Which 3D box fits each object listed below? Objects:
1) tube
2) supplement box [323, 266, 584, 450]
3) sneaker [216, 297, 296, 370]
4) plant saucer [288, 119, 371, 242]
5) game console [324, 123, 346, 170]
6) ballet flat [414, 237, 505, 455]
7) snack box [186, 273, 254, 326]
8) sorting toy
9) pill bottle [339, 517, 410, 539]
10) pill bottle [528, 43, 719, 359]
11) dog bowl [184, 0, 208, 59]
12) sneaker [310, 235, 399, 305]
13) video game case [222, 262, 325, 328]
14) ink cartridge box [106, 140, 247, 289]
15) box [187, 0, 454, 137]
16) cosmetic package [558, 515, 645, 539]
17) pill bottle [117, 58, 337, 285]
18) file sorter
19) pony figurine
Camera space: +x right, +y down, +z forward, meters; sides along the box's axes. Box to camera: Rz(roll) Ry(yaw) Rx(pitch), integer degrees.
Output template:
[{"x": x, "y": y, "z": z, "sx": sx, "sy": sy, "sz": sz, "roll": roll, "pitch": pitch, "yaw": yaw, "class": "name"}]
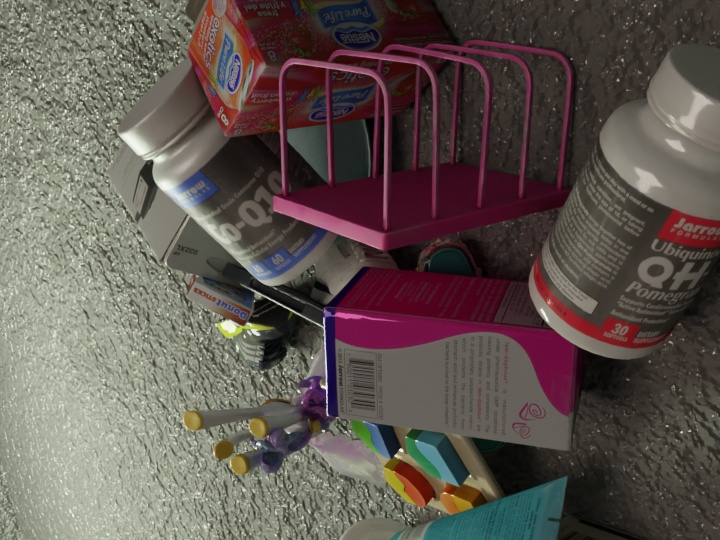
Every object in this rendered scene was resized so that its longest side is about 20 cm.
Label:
[{"x": 0.100, "y": 0.235, "z": 0.808, "sx": 0.050, "sy": 0.078, "sz": 0.200, "roll": 33, "pitch": 141, "yaw": -21, "class": "tube"}, {"x": 0.080, "y": 0.067, "z": 0.759, "sx": 0.199, "sy": 0.103, "sz": 0.102, "roll": 6, "pitch": 112, "yaw": 18, "class": "supplement box"}, {"x": -0.115, "y": 0.078, "z": 1.130, "sx": 0.081, "sy": 0.074, "sz": 0.200, "roll": 62, "pitch": 161, "yaw": -4, "class": "sneaker"}, {"x": -0.048, "y": -0.126, "z": 0.946, "sx": 0.201, "sy": 0.039, "sz": 0.202, "roll": 18, "pitch": 116, "yaw": 42, "class": "plant saucer"}, {"x": -0.077, "y": -0.185, "z": 1.004, "sx": 0.177, "sy": 0.031, "sz": 0.201, "roll": 7, "pitch": 110, "yaw": 53, "class": "game console"}, {"x": 0.098, "y": 0.067, "z": 0.856, "sx": 0.064, "sy": 0.075, "sz": 0.201, "roll": -177, "pitch": 75, "yaw": -85, "class": "ballet flat"}, {"x": -0.158, "y": 0.003, "z": 1.074, "sx": 0.024, "sy": 0.072, "sz": 0.200, "roll": -57, "pitch": 15, "yaw": 13, "class": "snack box"}, {"x": 0.061, "y": 0.188, "z": 0.890, "sx": 0.185, "sy": 0.037, "sz": 0.200, "roll": 8, "pitch": 140, "yaw": 52, "class": "sorting toy"}, {"x": 0.007, "y": 0.386, "z": 1.062, "sx": 0.111, "sy": 0.111, "sz": 0.201, "roll": 45, "pitch": 136, "yaw": 33, "class": "pill bottle"}, {"x": 0.198, "y": -0.044, "z": 0.620, "sx": 0.111, "sy": 0.110, "sz": 0.201, "roll": 48, "pitch": 139, "yaw": 30, "class": "pill bottle"}, {"x": -0.124, "y": -0.235, "z": 0.936, "sx": 0.200, "sy": 0.058, "sz": 0.201, "roll": -28, "pitch": 54, "yaw": 46, "class": "dog bowl"}, {"x": 0.000, "y": 0.000, "z": 0.913, "sx": 0.200, "sy": 0.076, "sz": 0.081, "roll": 14, "pitch": 92, "yaw": 67, "class": "sneaker"}, {"x": -0.037, "y": 0.046, "z": 0.963, "sx": 0.200, "sy": 0.143, "sz": 0.019, "roll": 22, "pitch": 88, "yaw": 47, "class": "video game case"}, {"x": -0.182, "y": -0.076, "z": 1.053, "sx": 0.084, "sy": 0.145, "sz": 0.200, "roll": -57, "pitch": 44, "yaw": 17, "class": "ink cartridge box"}, {"x": -0.032, "y": -0.189, "z": 0.793, "sx": 0.100, "sy": 0.199, "sz": 0.096, "roll": -46, "pitch": 65, "yaw": 51, "class": "box"}, {"x": 0.202, "y": 0.329, "z": 0.793, "sx": 0.103, "sy": 0.087, "sz": 0.201, "roll": 7, "pitch": 109, "yaw": 51, "class": "cosmetic package"}, {"x": -0.117, "y": -0.089, "z": 0.849, "sx": 0.200, "sy": 0.114, "sz": 0.114, "roll": 45, "pitch": 154, "yaw": -26, "class": "pill bottle"}, {"x": 0.051, "y": -0.108, "z": 0.719, "sx": 0.139, "sy": 0.199, "sz": 0.126, "roll": 22, "pitch": 119, "yaw": 47, "class": "file sorter"}, {"x": -0.063, "y": 0.163, "z": 1.026, "sx": 0.192, "sy": 0.200, "sz": 0.167, "roll": -2, "pitch": 96, "yaw": 38, "class": "pony figurine"}]
